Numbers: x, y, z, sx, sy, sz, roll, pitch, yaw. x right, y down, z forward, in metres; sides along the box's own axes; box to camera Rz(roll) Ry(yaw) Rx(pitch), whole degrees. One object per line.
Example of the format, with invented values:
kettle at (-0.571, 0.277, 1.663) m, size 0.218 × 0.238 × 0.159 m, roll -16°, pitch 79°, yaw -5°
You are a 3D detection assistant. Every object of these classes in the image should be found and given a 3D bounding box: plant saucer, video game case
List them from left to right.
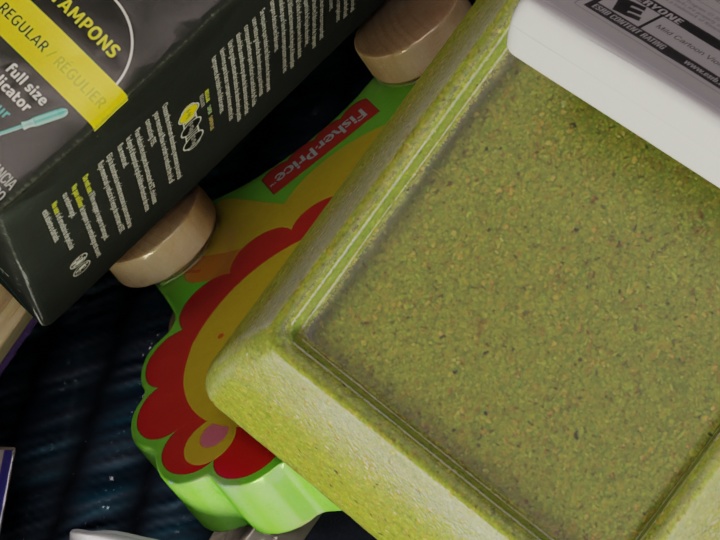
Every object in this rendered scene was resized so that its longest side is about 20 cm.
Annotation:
plant saucer at (0.068, 0.009, 0.723) m, size 0.199 × 0.048 × 0.200 m, roll 37°, pitch 92°, yaw 24°
video game case at (0.171, -0.048, 0.703) m, size 0.200 × 0.023 × 0.182 m, roll 35°, pitch 40°, yaw 23°

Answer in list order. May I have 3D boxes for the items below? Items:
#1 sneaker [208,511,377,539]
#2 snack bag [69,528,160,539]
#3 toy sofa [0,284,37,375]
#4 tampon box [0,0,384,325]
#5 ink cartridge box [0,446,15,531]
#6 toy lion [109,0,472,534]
sneaker at (-0.044, 0.159, 0.862) m, size 0.084 × 0.075 × 0.200 m, roll 35°, pitch 99°, yaw -11°
snack bag at (-0.014, 0.192, 0.803) m, size 0.199 × 0.021 × 0.190 m, roll 9°, pitch 103°, yaw 7°
toy sofa at (-0.164, 0.011, 0.921) m, size 0.083 × 0.098 × 0.200 m, roll 30°, pitch 64°, yaw 5°
tampon box at (-0.098, -0.114, 0.847) m, size 0.150 × 0.126 × 0.200 m, roll 42°, pitch 77°, yaw 12°
ink cartridge box at (-0.227, 0.114, 0.942) m, size 0.199 × 0.039 × 0.100 m, roll 3°, pitch 71°, yaw 18°
toy lion at (0.000, 0.000, 0.854) m, size 0.200 × 0.069 × 0.192 m, roll -39°, pitch 33°, yaw -3°
